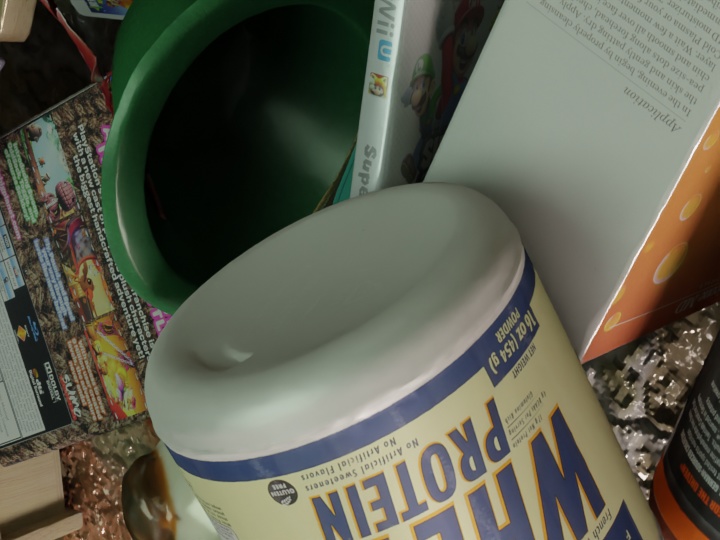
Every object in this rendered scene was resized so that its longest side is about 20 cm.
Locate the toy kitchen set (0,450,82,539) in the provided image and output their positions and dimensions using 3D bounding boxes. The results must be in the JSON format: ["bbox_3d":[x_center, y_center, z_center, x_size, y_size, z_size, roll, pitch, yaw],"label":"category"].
[{"bbox_3d":[-0.299,0.085,1.060,0.199,0.180,0.165,2,102,37],"label":"toy kitchen set"}]

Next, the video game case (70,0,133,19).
[{"bbox_3d":[-0.064,-0.154,0.801,0.198,0.018,0.143,9,153,21],"label":"video game case"}]

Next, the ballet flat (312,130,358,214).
[{"bbox_3d":[0.000,0.000,0.793,0.070,0.071,0.201,23,76,35],"label":"ballet flat"}]

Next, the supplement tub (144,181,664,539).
[{"bbox_3d":[0.026,0.086,0.658,0.144,0.145,0.201,-7,120,42],"label":"supplement tub"}]

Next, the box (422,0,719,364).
[{"bbox_3d":[0.122,-0.082,0.681,0.097,0.124,0.201,41,126,25],"label":"box"}]

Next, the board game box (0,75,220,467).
[{"bbox_3d":[-0.120,-0.004,0.935,0.199,0.096,0.161,-20,88,43],"label":"board game box"}]

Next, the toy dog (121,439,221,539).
[{"bbox_3d":[-0.029,0.133,0.850,0.199,0.139,0.195,26,150,47],"label":"toy dog"}]

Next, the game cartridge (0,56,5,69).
[{"bbox_3d":[-0.230,-0.082,0.949,0.130,0.038,0.200,-58,18,13],"label":"game cartridge"}]

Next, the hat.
[{"bbox_3d":[-0.093,-0.101,0.833,0.176,0.165,0.201,37,144,39],"label":"hat"}]

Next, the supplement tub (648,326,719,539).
[{"bbox_3d":[0.174,0.063,0.684,0.107,0.107,0.201,37,125,28],"label":"supplement tub"}]

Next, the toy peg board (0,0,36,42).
[{"bbox_3d":[-0.162,-0.251,0.927,0.199,0.097,0.201,48,129,41],"label":"toy peg board"}]

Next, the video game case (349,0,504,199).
[{"bbox_3d":[0.039,-0.041,0.752,0.018,0.143,0.202,19,114,29],"label":"video game case"}]
